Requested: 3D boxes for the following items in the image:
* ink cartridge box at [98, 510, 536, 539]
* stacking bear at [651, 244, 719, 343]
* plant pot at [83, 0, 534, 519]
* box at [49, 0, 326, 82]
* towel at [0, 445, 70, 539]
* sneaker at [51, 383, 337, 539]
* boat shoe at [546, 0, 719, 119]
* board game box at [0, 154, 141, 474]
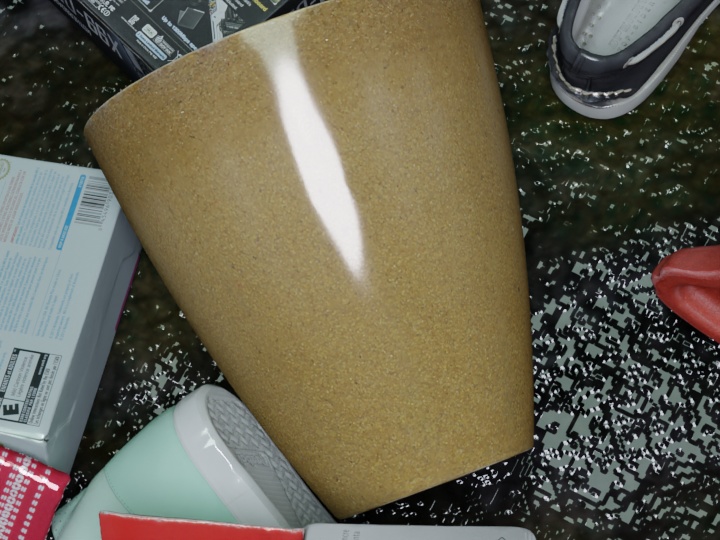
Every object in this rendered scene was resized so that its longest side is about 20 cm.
[{"bbox_3d":[-0.017,0.193,0.830,0.176,0.200,0.045,1,30,6],"label":"ink cartridge box"},{"bbox_3d":[0.237,-0.054,0.918,0.114,0.121,0.200,35,67,-13],"label":"stacking bear"},{"bbox_3d":[0.000,0.000,0.898,0.186,0.186,0.200,-21,85,-2],"label":"plant pot"},{"bbox_3d":[-0.097,-0.190,1.009,0.158,0.050,0.200,-43,74,-13],"label":"box"},{"bbox_3d":[-0.240,0.106,0.888,0.200,0.022,0.145,23,116,-3],"label":"towel"},{"bbox_3d":[-0.053,0.162,0.905,0.118,0.074,0.201,-36,88,20],"label":"sneaker"},{"bbox_3d":[0.155,-0.166,0.980,0.074,0.060,0.200,35,79,15],"label":"boat shoe"},{"bbox_3d":[-0.217,0.016,0.937,0.200,0.064,0.148,10,55,6],"label":"board game box"}]
